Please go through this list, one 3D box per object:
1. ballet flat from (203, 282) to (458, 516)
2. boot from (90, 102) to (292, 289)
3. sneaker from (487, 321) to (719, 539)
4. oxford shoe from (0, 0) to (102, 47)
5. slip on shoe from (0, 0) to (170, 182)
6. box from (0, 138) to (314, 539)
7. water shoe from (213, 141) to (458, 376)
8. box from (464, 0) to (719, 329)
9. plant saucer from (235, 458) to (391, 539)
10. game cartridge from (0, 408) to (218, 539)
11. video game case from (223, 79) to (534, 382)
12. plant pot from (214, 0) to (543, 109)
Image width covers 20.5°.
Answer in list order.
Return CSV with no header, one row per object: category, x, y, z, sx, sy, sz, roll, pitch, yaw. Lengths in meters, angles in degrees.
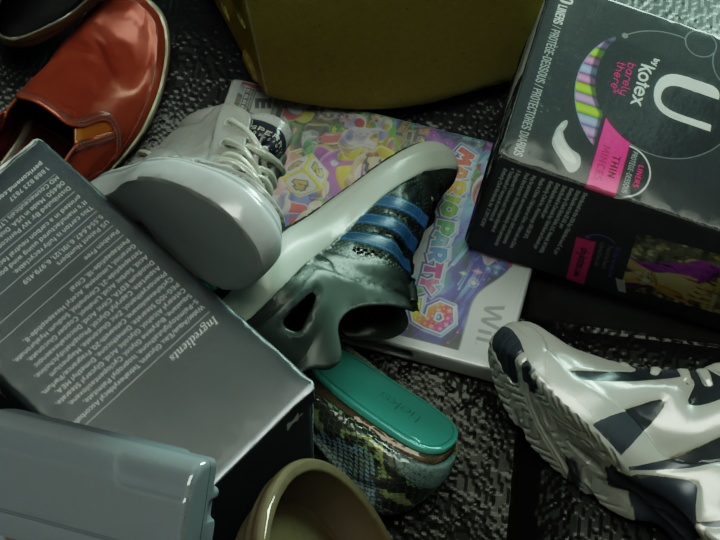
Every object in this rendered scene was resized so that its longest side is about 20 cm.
ballet flat,-0.038,0.058,1.059,0.200,0.074,0.074,42,68,19
boot,-0.071,-0.048,0.992,0.096,0.200,0.074,-43,112,-20
sneaker,0.174,0.068,1.053,0.199,0.080,0.130,37,66,16
oxford shoe,-0.141,-0.201,1.153,0.070,0.075,0.200,40,95,-18
slip on shoe,-0.170,-0.085,1.136,0.074,0.061,0.200,25,63,13
box,-0.127,0.060,1.010,0.200,0.149,0.107,40,68,18
water shoe,0.000,0.000,1.055,0.079,0.071,0.200,52,44,1
box,0.173,-0.055,1.092,0.199,0.106,0.123,18,63,0
plant saucer,-0.011,0.188,0.931,0.029,0.200,0.201,-18,60,20
game cartridge,-0.139,0.170,0.902,0.132,0.042,0.201,10,95,19
video game case,0.002,-0.026,1.133,0.199,0.018,0.144,14,62,6
plant pot,0.004,-0.207,1.136,0.199,0.196,0.195,-24,62,-7
